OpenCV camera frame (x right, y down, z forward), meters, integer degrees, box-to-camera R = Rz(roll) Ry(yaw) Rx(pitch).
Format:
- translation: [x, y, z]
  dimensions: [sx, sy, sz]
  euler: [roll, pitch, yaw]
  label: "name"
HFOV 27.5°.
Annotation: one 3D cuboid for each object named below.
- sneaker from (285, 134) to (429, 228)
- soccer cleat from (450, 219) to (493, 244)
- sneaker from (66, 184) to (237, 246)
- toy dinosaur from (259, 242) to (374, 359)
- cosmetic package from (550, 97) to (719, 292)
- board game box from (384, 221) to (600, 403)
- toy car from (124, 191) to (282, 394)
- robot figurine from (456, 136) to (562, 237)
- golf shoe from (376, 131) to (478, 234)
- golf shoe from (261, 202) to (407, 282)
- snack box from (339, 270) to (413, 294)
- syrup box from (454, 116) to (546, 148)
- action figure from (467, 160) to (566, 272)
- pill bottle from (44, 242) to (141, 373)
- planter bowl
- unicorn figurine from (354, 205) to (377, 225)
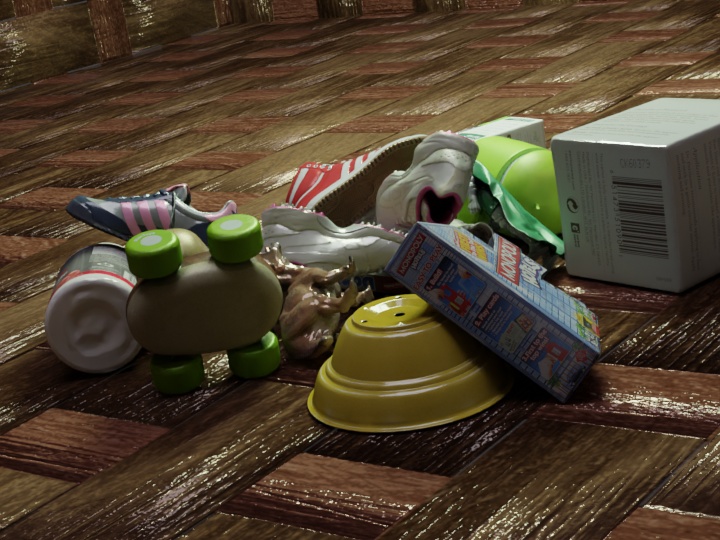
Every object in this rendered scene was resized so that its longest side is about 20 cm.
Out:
- translation: [-0.003, -0.116, 1.830]
  dimensions: [0.200, 0.071, 0.112]
  euler: [-32, 27, -16]
  label: "sneaker"
- translation: [0.125, -0.026, 1.669]
  dimensions: [0.069, 0.078, 0.200]
  euler: [23, 19, -8]
  label: "soccer cleat"
- translation: [-0.234, -0.066, 1.687]
  dimensions: [0.200, 0.082, 0.070]
  euler: [17, -1, 4]
  label: "sneaker"
- translation: [-0.059, 0.048, 1.554]
  dimensions: [0.135, 0.086, 0.200]
  euler: [-17, 32, 8]
  label: "toy dinosaur"
- translation: [0.344, -0.090, 1.636]
  dimensions: [0.200, 0.165, 0.165]
  euler: [-21, 20, -37]
  label: "cosmetic package"
- translation: [0.126, 0.014, 1.395]
  dimensions: [0.200, 0.062, 0.200]
  euler: [32, 19, -4]
  label: "board game box"
- translation: [-0.171, 0.003, 1.541]
  dimensions: [0.157, 0.165, 0.200]
  euler: [-11, 28, -8]
  label: "toy car"
- translation: [0.192, -0.102, 1.831]
  dimensions: [0.175, 0.116, 0.200]
  euler: [-16, 21, -27]
  label: "robot figurine"
- translation: [0.068, -0.075, 1.677]
  dimensions: [0.075, 0.092, 0.200]
  euler: [14, -33, -16]
  label: "golf shoe"
- translation: [-0.021, -0.013, 1.670]
  dimensions: [0.200, 0.092, 0.075]
  euler: [12, -14, 0]
  label: "golf shoe"
- translation: [0.000, 0.000, 1.760]
  dimensions: [0.200, 0.024, 0.072]
  euler: [5, 22, 38]
  label: "snack box"
- translation: [0.166, -0.156, 2.088]
  dimensions: [0.200, 0.082, 0.079]
  euler: [-19, 18, -34]
  label: "syrup box"
- translation: [0.155, -0.077, 1.705]
  dimensions: [0.055, 0.118, 0.200]
  euler: [-45, 55, 9]
  label: "action figure"
- translation: [-0.291, 0.033, 1.657]
  dimensions: [0.110, 0.111, 0.200]
  euler: [-10, 17, -3]
  label: "pill bottle"
- translation: [0.042, 0.075, 1.394]
  dimensions: [0.200, 0.084, 0.200]
  euler: [-8, 16, 2]
  label: "planter bowl"
- translation: [0.023, -0.063, 1.858]
  dimensions: [0.137, 0.074, 0.200]
  euler: [-27, 33, -8]
  label: "unicorn figurine"
